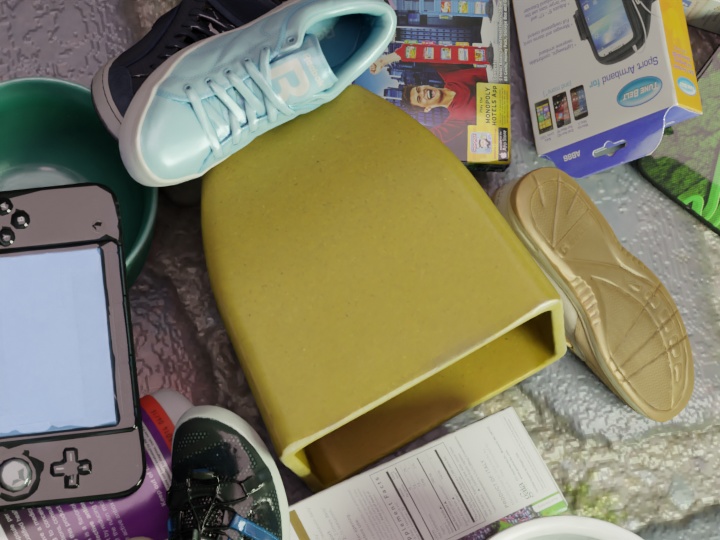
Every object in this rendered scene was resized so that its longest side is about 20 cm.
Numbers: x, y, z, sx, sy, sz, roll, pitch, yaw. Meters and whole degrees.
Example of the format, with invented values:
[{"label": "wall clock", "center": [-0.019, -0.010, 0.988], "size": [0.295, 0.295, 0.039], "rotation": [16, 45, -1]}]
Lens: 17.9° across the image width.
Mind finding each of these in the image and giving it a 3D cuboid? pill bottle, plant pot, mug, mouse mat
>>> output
[{"label": "pill bottle", "center": [-0.181, 0.162, 1.448], "size": [0.199, 0.112, 0.113], "rotation": [-25, 78, -15]}, {"label": "plant pot", "center": [0.000, 0.000, 1.466], "size": [0.195, 0.194, 0.200], "rotation": [-28, 77, -1]}, {"label": "mug", "center": [-0.220, -0.050, 1.506], "size": [0.152, 0.114, 0.185], "rotation": [-31, 79, -15]}, {"label": "mouse mat", "center": [0.313, -0.106, 1.624], "size": [0.161, 0.008, 0.200], "rotation": [36, 89, -2]}]

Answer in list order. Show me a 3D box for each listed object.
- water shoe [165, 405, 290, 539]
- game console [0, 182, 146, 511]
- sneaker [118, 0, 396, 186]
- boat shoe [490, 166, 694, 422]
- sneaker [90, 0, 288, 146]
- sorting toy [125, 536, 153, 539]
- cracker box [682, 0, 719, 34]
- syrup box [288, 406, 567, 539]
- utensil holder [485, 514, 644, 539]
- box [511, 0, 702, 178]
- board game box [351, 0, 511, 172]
[{"label": "water shoe", "center": [-0.083, 0.181, 1.360], "size": [0.071, 0.079, 0.201], "rotation": [-9, 89, 22]}, {"label": "game console", "center": [-0.222, 0.038, 1.359], "size": [0.170, 0.118, 0.201], "rotation": [-6, 78, -5]}, {"label": "sneaker", "center": [-0.060, -0.120, 1.404], "size": [0.200, 0.082, 0.074], "rotation": [-40, 109, -27]}, {"label": "boat shoe", "center": [0.157, 0.017, 1.567], "size": [0.074, 0.069, 0.200], "rotation": [-38, 103, -24]}, {"label": "sneaker", "center": [-0.094, -0.155, 1.474], "size": [0.077, 0.146, 0.203], "rotation": [42, 26, -14]}, {"label": "sorting toy", "center": [-0.184, 0.277, 1.408], "size": [0.199, 0.036, 0.186], "rotation": [-28, 120, -14]}, {"label": "cracker box", "center": [0.293, -0.238, 1.670], "size": [0.199, 0.058, 0.134], "rotation": [18, 73, -2]}, {"label": "syrup box", "center": [0.025, 0.166, 1.467], "size": [0.200, 0.079, 0.082], "rotation": [-22, 77, -33]}, {"label": "utensil holder", "center": [0.109, 0.255, 1.417], "size": [0.169, 0.200, 0.171], "rotation": [2, 72, -7]}, {"label": "box", "center": [0.169, -0.166, 1.602], "size": [0.041, 0.119, 0.201], "rotation": [9, 68, -51]}, {"label": "board game box", "center": [0.003, -0.165, 1.603], "size": [0.199, 0.062, 0.201], "rotation": [3, 74, -6]}]
